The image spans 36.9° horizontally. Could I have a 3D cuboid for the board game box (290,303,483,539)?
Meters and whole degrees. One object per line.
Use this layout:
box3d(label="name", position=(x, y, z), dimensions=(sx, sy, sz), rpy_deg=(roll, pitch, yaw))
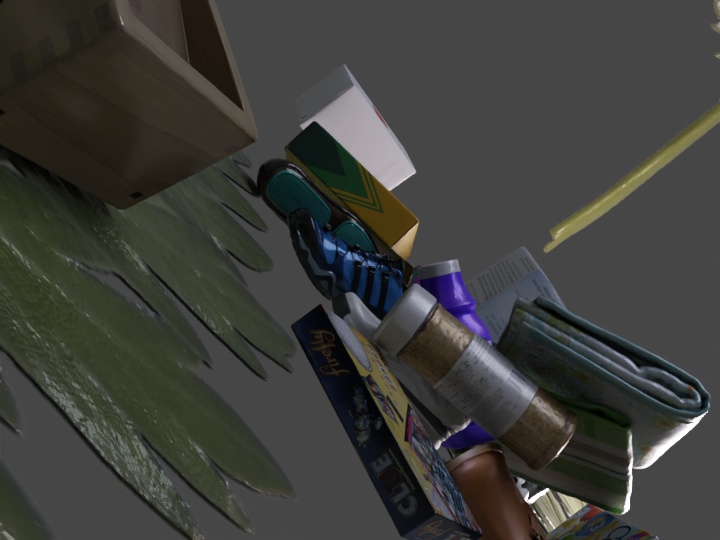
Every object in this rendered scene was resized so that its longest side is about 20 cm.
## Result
box3d(label="board game box", position=(0.023, 0.135, 0.903), dimensions=(0.201, 0.034, 0.135), rpy_deg=(60, 9, 29))

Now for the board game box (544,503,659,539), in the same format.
box3d(label="board game box", position=(0.257, 0.327, 1.115), dimensions=(0.105, 0.103, 0.200), rpy_deg=(55, -7, -1))

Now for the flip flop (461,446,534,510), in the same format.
box3d(label="flip flop", position=(0.165, 0.221, 1.323), dimensions=(0.201, 0.057, 0.081), rpy_deg=(54, 8, -14))

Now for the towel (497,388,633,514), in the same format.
box3d(label="towel", position=(0.209, 0.177, 1.108), dimensions=(0.148, 0.031, 0.201), rpy_deg=(17, -31, 22))

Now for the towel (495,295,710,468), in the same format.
box3d(label="towel", position=(0.223, 0.110, 1.054), dimensions=(0.199, 0.048, 0.172), rpy_deg=(31, -23, 9))

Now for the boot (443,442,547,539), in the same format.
box3d(label="boot", position=(0.136, 0.249, 1.004), dimensions=(0.200, 0.073, 0.156), rpy_deg=(33, 29, -58))

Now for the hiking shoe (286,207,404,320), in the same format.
box3d(label="hiking shoe", position=(0.000, 0.000, 1.121), dimensions=(0.200, 0.086, 0.075), rpy_deg=(51, 9, -30))

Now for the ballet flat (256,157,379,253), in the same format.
box3d(label="ballet flat", position=(-0.041, -0.051, 1.171), dimensions=(0.200, 0.068, 0.068), rpy_deg=(52, -1, -29))

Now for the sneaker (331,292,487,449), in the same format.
box3d(label="sneaker", position=(0.063, 0.077, 1.081), dimensions=(0.201, 0.115, 0.076), rpy_deg=(52, 8, -23))

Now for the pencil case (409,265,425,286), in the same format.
box3d(label="pencil case", position=(0.113, 0.094, 1.354), dimensions=(0.200, 0.085, 0.092), rpy_deg=(47, -25, -8))

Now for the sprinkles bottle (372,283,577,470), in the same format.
box3d(label="sprinkles bottle", position=(0.106, 0.099, 1.004), dimensions=(0.199, 0.068, 0.068), rpy_deg=(39, 8, 1))

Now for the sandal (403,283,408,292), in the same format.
box3d(label="sandal", position=(0.063, 0.094, 1.239), dimensions=(0.200, 0.082, 0.055), rpy_deg=(50, -17, -4))

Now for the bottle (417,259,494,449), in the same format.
box3d(label="bottle", position=(0.105, 0.090, 1.188), dimensions=(0.065, 0.083, 0.202), rpy_deg=(-14, -91, 65))

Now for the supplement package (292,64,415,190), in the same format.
box3d(label="supplement package", position=(-0.012, -0.234, 1.890), dimensions=(0.200, 0.119, 0.122), rpy_deg=(51, 10, -28))

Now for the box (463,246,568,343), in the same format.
box3d(label="box", position=(0.180, 0.075, 1.489), dimensions=(0.105, 0.199, 0.184), rpy_deg=(56, 8, -8))

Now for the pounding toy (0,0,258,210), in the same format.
box3d(label="pounding toy", position=(-0.171, -0.151, 0.629), dimensions=(0.184, 0.141, 0.202), rpy_deg=(36, 31, -66))

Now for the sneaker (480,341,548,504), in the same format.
box3d(label="sneaker", position=(0.177, 0.180, 1.267), dimensions=(0.090, 0.066, 0.202), rpy_deg=(-5, 79, -39))

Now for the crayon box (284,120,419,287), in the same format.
box3d(label="crayon box", position=(-0.001, -0.067, 1.243), dimensions=(0.200, 0.051, 0.127), rpy_deg=(45, -14, 10))
